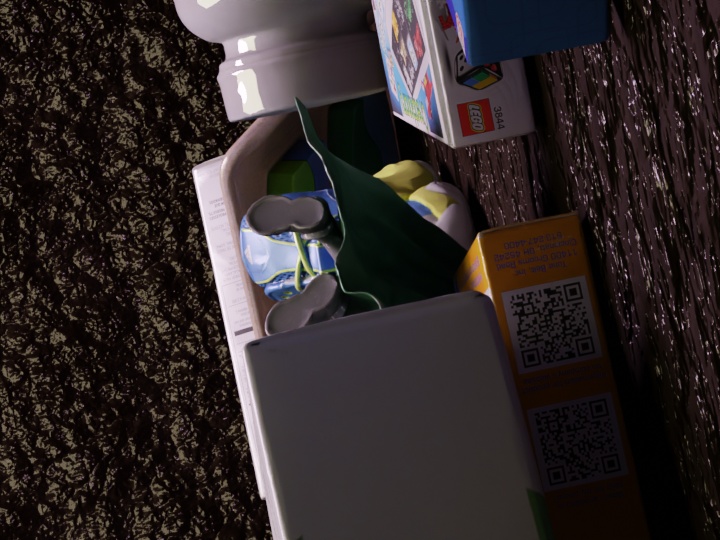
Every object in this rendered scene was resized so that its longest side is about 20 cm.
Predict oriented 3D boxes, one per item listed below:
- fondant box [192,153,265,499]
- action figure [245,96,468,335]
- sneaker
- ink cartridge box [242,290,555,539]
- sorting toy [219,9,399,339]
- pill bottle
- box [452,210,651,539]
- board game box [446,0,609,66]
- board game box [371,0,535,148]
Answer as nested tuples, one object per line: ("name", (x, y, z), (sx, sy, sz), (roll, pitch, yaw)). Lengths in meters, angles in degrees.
("fondant box", (-0.022, 0.032, 1.625), (0.144, 0.058, 0.201), (5, -109, -61))
("action figure", (0.022, 0.025, 1.039), (0.200, 0.055, 0.119), (36, -139, -57))
("sneaker", (0.000, 0.000, 1.274), (0.200, 0.105, 0.076), (-119, 17, -80))
("ink cartridge box", (0.020, 0.116, 0.904), (0.200, 0.084, 0.145), (85, 172, -67))
("sorting toy", (-0.014, -0.019, 1.495), (0.185, 0.036, 0.201), (-52, -39, -53))
("pill bottle", (-0.045, -0.178, 1.339), (0.112, 0.112, 0.201), (-160, 58, -86))
("box", (0.073, 0.087, 0.945), (0.119, 0.041, 0.201), (106, 154, -82))
("board game box", (0.026, -0.181, 0.742), (0.152, 0.045, 0.200), (-105, 6, -46))
("board game box", (0.026, -0.117, 1.038), (0.200, 0.034, 0.127), (-126, 25, -82))
